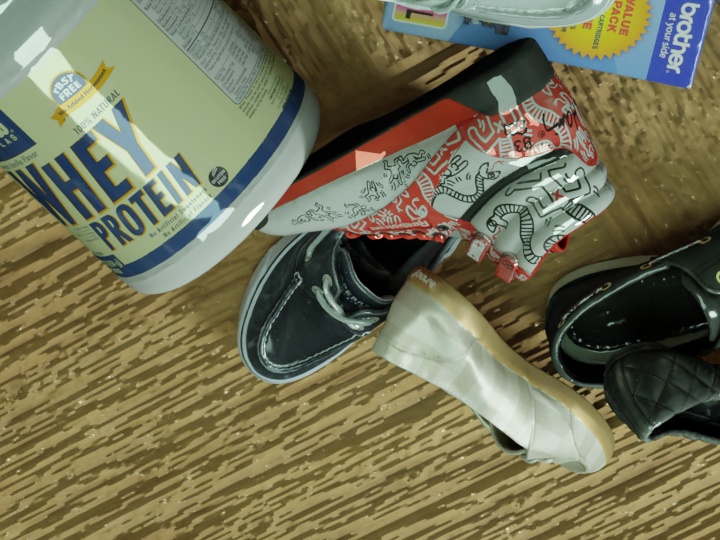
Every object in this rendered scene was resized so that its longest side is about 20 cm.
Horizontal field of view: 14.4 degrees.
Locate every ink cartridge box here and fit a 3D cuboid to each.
[{"bbox_3d":[0.120,-0.178,1.461,0.198,0.077,0.137,9,120,-3],"label":"ink cartridge box"}]

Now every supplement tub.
[{"bbox_3d":[-0.134,-0.102,1.482,0.145,0.145,0.200,-38,111,23],"label":"supplement tub"}]

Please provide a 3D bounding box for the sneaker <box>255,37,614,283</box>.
[{"bbox_3d":[0.037,-0.032,1.484,0.201,0.067,0.108,-27,102,31],"label":"sneaker"}]

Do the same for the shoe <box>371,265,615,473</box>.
[{"bbox_3d":[0.073,0.068,1.580,0.200,0.070,0.054,42,78,-42],"label":"shoe"}]

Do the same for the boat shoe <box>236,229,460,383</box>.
[{"bbox_3d":[0.000,0.000,1.574,0.072,0.068,0.200,39,115,-17],"label":"boat shoe"}]

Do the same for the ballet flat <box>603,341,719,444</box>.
[{"bbox_3d":[0.214,0.085,1.582,0.199,0.057,0.066,12,139,-34],"label":"ballet flat"}]

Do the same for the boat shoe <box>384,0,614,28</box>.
[{"bbox_3d":[0.030,-0.154,1.396,0.199,0.072,0.070,15,120,-1],"label":"boat shoe"}]

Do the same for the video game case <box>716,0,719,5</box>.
[{"bbox_3d":[0.260,-0.194,1.422,0.200,0.019,0.143,-42,127,8],"label":"video game case"}]

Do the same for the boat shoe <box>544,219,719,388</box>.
[{"bbox_3d":[0.197,0.012,1.571,0.200,0.063,0.074,-20,115,14],"label":"boat shoe"}]
